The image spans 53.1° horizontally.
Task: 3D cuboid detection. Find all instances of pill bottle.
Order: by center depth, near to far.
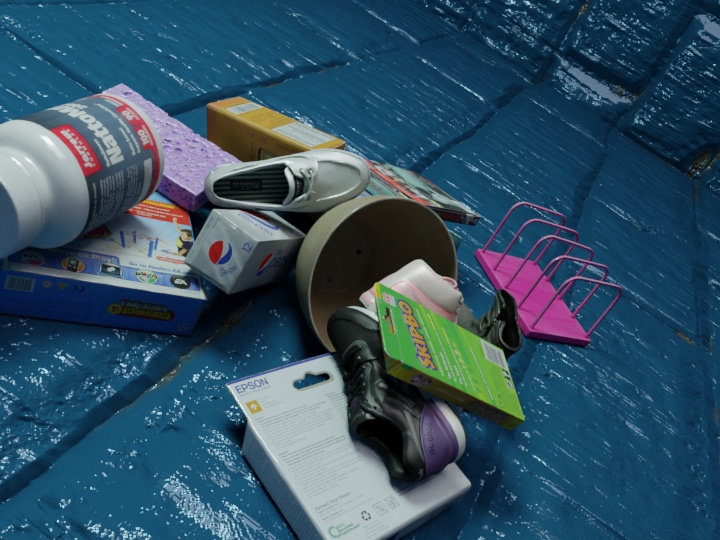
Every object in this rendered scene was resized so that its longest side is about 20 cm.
[{"bbox_3d":[-0.288,-0.090,0.685,0.119,0.120,0.200,32,31,3],"label":"pill bottle"}]

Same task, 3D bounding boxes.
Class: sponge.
[{"bbox_3d":[-0.254,-0.155,0.891,0.199,0.030,0.112,33,37,7],"label":"sponge"}]

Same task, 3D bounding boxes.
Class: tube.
[{"bbox_3d":[0.096,-0.013,0.953,0.077,0.201,0.051,31,67,18],"label":"tube"}]

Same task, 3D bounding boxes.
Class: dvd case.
[{"bbox_3d":[0.069,-0.116,1.041,0.146,0.022,0.199,40,23,33],"label":"dvd case"}]

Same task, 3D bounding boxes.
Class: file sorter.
[{"bbox_3d":[0.309,0.001,1.180,0.137,0.126,0.201,11,35,-30],"label":"file sorter"}]

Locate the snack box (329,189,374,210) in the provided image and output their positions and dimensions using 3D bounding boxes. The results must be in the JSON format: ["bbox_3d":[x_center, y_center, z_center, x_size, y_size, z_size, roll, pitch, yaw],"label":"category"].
[{"bbox_3d":[-0.053,-0.130,0.999,0.071,0.025,0.200,-4,35,-39],"label":"snack box"}]

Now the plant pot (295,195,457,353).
[{"bbox_3d":[0.000,0.000,0.877,0.198,0.203,0.134,10,10,-31],"label":"plant pot"}]

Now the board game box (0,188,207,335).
[{"bbox_3d":[-0.280,-0.029,0.777,0.198,0.056,0.197,11,35,-30],"label":"board game box"}]

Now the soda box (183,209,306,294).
[{"bbox_3d":[-0.124,-0.026,0.833,0.063,0.069,0.200,33,10,7],"label":"soda box"}]

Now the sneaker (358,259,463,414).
[{"bbox_3d":[0.090,0.074,0.827,0.201,0.104,0.075,54,-8,-26],"label":"sneaker"}]

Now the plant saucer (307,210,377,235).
[{"bbox_3d":[-0.006,-0.094,1.027,0.197,0.035,0.201,14,25,-7],"label":"plant saucer"}]

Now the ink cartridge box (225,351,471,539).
[{"bbox_3d":[-0.014,0.177,0.720,0.195,0.044,0.200,-9,49,-46],"label":"ink cartridge box"}]

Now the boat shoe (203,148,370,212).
[{"bbox_3d":[-0.080,-0.096,0.835,0.197,0.075,0.067,-10,15,-10],"label":"boat shoe"}]

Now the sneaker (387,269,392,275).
[{"bbox_3d":[0.025,-0.031,1.045,0.075,0.076,0.201,11,25,-12],"label":"sneaker"}]

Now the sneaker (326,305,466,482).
[{"bbox_3d":[0.016,0.118,0.722,0.087,0.076,0.200,-16,54,-42],"label":"sneaker"}]

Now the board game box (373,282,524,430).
[{"bbox_3d":[0.086,0.089,0.737,0.199,0.030,0.096,31,33,-33],"label":"board game box"}]

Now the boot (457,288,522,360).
[{"bbox_3d":[0.161,0.074,0.938,0.067,0.131,0.201,22,31,-14],"label":"boot"}]

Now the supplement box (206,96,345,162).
[{"bbox_3d":[-0.115,-0.165,0.949,0.199,0.067,0.068,30,36,29],"label":"supplement box"}]
